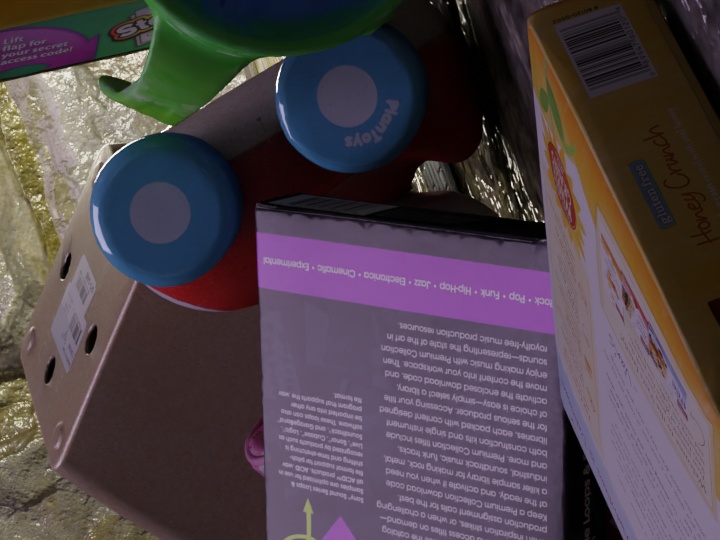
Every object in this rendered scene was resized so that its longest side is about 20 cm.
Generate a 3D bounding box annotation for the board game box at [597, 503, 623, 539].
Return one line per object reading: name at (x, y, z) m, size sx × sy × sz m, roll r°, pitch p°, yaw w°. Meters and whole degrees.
board game box at (0.091, 0.114, 0.800) m, size 0.200 × 0.019 × 0.103 m, roll 47°, pitch 160°, yaw 47°

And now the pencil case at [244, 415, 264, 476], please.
pencil case at (0.035, 0.124, 0.975) m, size 0.200 × 0.083 × 0.086 m, roll 45°, pitch 149°, yaw -14°

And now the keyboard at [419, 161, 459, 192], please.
keyboard at (0.048, -0.032, 1.073) m, size 0.056 × 0.011 × 0.201 m, roll 83°, pitch 167°, yaw -71°

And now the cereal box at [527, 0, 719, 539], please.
cereal box at (0.093, 0.036, 0.581) m, size 0.200 × 0.039 × 0.144 m, roll 76°, pitch 174°, yaw -55°

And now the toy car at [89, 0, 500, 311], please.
toy car at (0.000, 0.000, 0.892) m, size 0.201 × 0.176 × 0.184 m, roll 59°, pitch -172°, yaw -5°

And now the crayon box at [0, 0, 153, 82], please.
crayon box at (-0.094, -0.189, 0.895) m, size 0.058 × 0.199 × 0.174 m, roll 124°, pitch 129°, yaw -66°

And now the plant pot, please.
plant pot at (-0.071, 0.037, 1.079) m, size 0.201 × 0.176 × 0.200 m, roll -64°, pitch 27°, yaw 18°

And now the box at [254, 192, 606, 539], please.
box at (0.026, 0.077, 0.764) m, size 0.142 × 0.036 × 0.202 m, roll 9°, pitch 105°, yaw 36°

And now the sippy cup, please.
sippy cup at (-0.048, -0.153, 0.780) m, size 0.140 × 0.177 × 0.130 m, roll 60°, pitch 169°, yaw -17°
